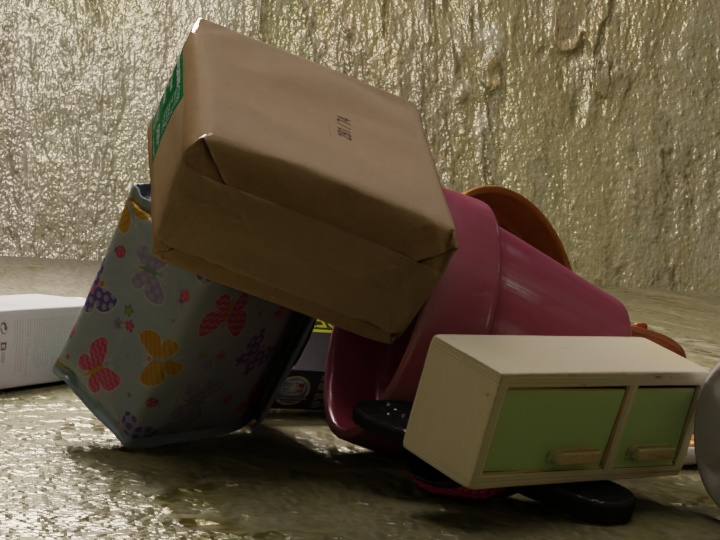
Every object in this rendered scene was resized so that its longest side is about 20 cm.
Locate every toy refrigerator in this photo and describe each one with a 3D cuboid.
[{"bbox_3d":[0.129,0.087,1.084,0.200,0.076,0.070,3,18,-42],"label":"toy refrigerator"}]

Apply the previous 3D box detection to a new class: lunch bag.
[{"bbox_3d":[-0.098,0.031,1.278,0.127,0.170,0.200,39,23,28],"label":"lunch bag"}]

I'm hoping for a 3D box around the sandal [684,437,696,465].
[{"bbox_3d":[0.280,0.118,1.321,0.207,0.059,0.079,3,4,-14],"label":"sandal"}]

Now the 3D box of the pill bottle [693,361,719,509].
[{"bbox_3d":[0.326,0.107,1.107,0.200,0.113,0.113,2,4,-23],"label":"pill bottle"}]

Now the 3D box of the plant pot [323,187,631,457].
[{"bbox_3d":[0.091,0.055,1.272,0.179,0.200,0.200,19,-1,-17],"label":"plant pot"}]

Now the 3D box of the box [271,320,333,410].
[{"bbox_3d":[-0.050,0.055,1.493,0.200,0.044,0.160,4,33,-25],"label":"box"}]

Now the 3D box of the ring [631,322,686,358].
[{"bbox_3d":[0.184,0.078,1.517,0.200,0.019,0.200,1,-24,0],"label":"ring"}]

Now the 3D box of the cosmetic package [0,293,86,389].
[{"bbox_3d":[-0.308,0.062,1.543,0.102,0.074,0.200,6,2,25],"label":"cosmetic package"}]

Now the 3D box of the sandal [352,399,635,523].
[{"bbox_3d":[0.077,0.131,1.111,0.200,0.045,0.075,21,16,24],"label":"sandal"}]

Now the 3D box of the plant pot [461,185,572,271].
[{"bbox_3d":[0.093,0.029,1.678,0.200,0.200,0.140,0,-11,-45],"label":"plant pot"}]

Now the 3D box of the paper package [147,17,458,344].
[{"bbox_3d":[-0.047,-0.065,1.191,0.191,0.104,0.200,21,26,-18],"label":"paper package"}]
